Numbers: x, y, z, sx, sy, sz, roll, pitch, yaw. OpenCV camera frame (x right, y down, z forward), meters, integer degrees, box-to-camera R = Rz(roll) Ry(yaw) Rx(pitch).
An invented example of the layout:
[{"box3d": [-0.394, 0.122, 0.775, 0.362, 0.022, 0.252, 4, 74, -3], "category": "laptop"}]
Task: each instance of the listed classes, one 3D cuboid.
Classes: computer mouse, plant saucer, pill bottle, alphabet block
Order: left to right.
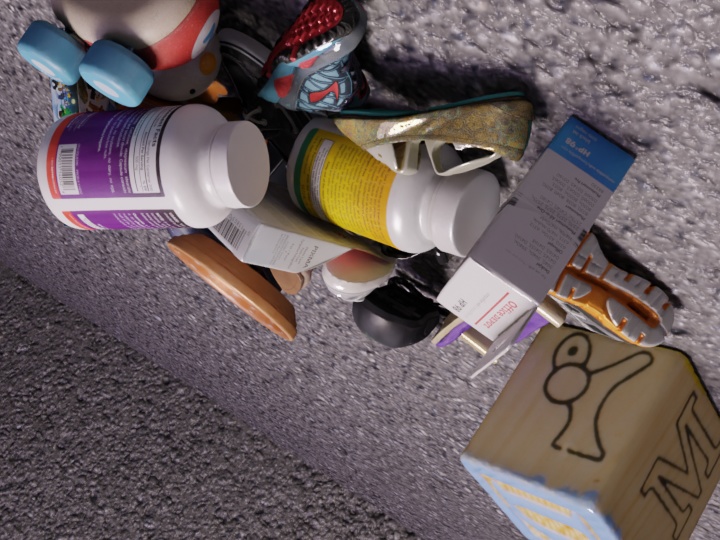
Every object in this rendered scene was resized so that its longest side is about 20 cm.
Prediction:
[{"box3d": [-0.190, -0.095, 0.836, 0.200, 0.113, 0.113, 1, 145, 23], "category": "pill bottle"}, {"box3d": [-0.155, 0.016, 1.142, 0.200, 0.037, 0.200, 36, 170, 7], "category": "plant saucer"}, {"box3d": [0.033, -0.083, 0.894, 0.200, 0.113, 0.113, 22, 155, 34], "category": "pill bottle"}, {"box3d": [0.051, 0.062, 1.115, 0.138, 0.053, 0.200, 32, -165, 22], "category": "computer mouse"}, {"box3d": [0.267, 0.205, 1.011, 0.195, 0.200, 0.196, 14, 149, 48], "category": "alphabet block"}]

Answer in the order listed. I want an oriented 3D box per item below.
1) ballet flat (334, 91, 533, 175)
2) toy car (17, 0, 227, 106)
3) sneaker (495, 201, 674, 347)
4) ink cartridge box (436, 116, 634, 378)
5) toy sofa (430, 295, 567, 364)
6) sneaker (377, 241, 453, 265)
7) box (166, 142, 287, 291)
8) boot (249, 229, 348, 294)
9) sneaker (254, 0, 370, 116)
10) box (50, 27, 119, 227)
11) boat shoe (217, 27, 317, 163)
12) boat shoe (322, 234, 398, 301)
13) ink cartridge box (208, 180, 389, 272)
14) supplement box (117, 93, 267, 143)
[{"box3d": [0.058, -0.115, 0.792, 0.200, 0.071, 0.071, 2, 142, 37], "category": "ballet flat"}, {"box3d": [-0.182, -0.222, 0.875, 0.177, 0.185, 0.200, 22, 168, 32], "category": "toy car"}, {"box3d": [0.204, 0.006, 0.868, 0.200, 0.078, 0.077, 41, 168, -8], "category": "sneaker"}, {"box3d": [0.133, -0.017, 0.748, 0.067, 0.200, 0.116, 36, 159, 4], "category": "ink cartridge box"}, {"box3d": [0.158, 0.049, 0.998, 0.083, 0.098, 0.200, 37, 159, 1], "category": "toy sofa"}, {"box3d": [0.032, -0.060, 0.987, 0.199, 0.083, 0.071, 23, 155, 36], "category": "sneaker"}, {"box3d": [-0.177, -0.095, 1.198, 0.198, 0.123, 0.200, 26, 157, 25], "category": "box"}, {"box3d": [-0.051, -0.039, 1.070, 0.200, 0.146, 0.070, 20, 134, 63], "category": "boot"}, {"box3d": [-0.025, -0.195, 0.833, 0.095, 0.079, 0.200, 25, 168, -18], "category": "sneaker"}, {"box3d": [-0.263, -0.154, 0.962, 0.038, 0.137, 0.200, 4, 103, 26], "category": "box"}, {"box3d": [-0.095, -0.169, 0.977, 0.072, 0.068, 0.200, 6, 143, 54], "category": "boat shoe"}, {"box3d": [0.000, 0.000, 1.027, 0.072, 0.069, 0.200, 21, -158, 4], "category": "boat shoe"}, {"box3d": [-0.086, -0.049, 0.956, 0.200, 0.047, 0.160, 16, -162, -49], "category": "ink cartridge box"}, {"box3d": [-0.180, -0.155, 0.994, 0.069, 0.067, 0.200, 24, -162, 22], "category": "supplement box"}]
